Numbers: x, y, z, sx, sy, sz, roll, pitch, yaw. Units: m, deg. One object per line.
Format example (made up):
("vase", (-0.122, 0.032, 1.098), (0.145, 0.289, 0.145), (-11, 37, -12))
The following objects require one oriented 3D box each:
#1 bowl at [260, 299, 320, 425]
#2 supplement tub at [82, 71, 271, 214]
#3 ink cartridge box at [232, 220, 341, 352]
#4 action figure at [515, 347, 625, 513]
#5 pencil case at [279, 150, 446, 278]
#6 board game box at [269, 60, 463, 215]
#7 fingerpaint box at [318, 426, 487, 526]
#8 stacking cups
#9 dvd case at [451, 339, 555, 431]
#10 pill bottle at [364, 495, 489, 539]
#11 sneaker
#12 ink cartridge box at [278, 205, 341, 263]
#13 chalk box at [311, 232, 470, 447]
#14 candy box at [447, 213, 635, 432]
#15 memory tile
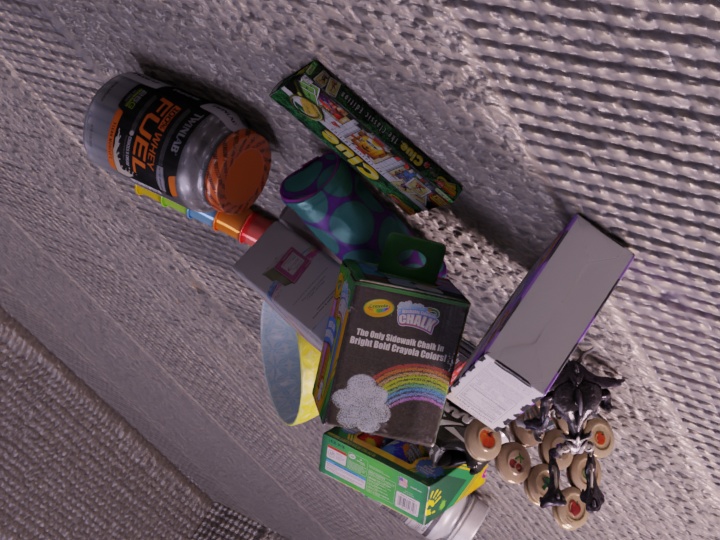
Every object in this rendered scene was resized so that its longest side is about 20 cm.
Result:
("bowl", (-0.063, 0.111, 1.983), (0.107, 0.201, 0.200), (-6, 173, -20))
("supplement tub", (-0.207, -0.142, 1.611), (0.200, 0.123, 0.123), (23, 159, 28))
("ink cartridge box", (-0.040, 0.042, 1.631), (0.145, 0.085, 0.200), (47, 173, -37))
("action figure", (0.239, 0.174, 1.632), (0.118, 0.201, 0.102), (-4, -165, -11))
("pencil case", (0.006, -0.044, 1.551), (0.085, 0.093, 0.200), (-30, 119, 28))
("board game box", (0.004, -0.131, 1.438), (0.200, 0.023, 0.105), (39, 163, -15))
("fingerpaint box", (0.067, 0.281, 2.130), (0.200, 0.167, 0.074), (23, 119, 32))
("stacking cups", (-0.198, -0.080, 1.844), (0.200, 0.061, 0.061), (30, 161, 14))
("dvd case", (0.180, 0.159, 1.862), (0.200, 0.022, 0.146), (35, 162, 2))
("pill bottle", (0.110, 0.383, 2.397), (0.200, 0.113, 0.113), (33, 162, 2))
("sneaker", (0.113, 0.236, 2.055), (0.200, 0.091, 0.067), (22, 154, 32))
("ink cartridge box", (0.000, 0.000, 1.733), (0.200, 0.057, 0.163), (34, 162, 17))
("chalk box", (0.034, 0.061, 1.462), (0.124, 0.201, 0.124), (13, -172, -9))
("candy box", (0.171, 0.057, 1.387), (0.071, 0.168, 0.200), (35, 162, 3))
("memory tile", (0.218, 0.201, 1.695), (0.200, 0.154, 0.017), (39, 149, -19))
